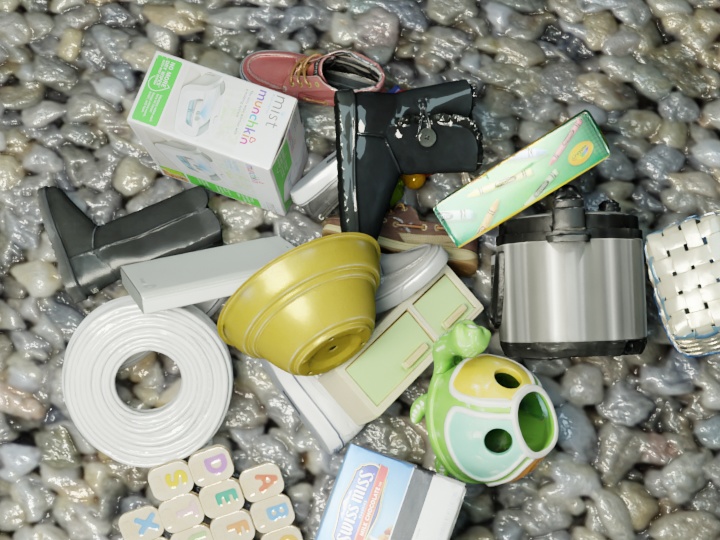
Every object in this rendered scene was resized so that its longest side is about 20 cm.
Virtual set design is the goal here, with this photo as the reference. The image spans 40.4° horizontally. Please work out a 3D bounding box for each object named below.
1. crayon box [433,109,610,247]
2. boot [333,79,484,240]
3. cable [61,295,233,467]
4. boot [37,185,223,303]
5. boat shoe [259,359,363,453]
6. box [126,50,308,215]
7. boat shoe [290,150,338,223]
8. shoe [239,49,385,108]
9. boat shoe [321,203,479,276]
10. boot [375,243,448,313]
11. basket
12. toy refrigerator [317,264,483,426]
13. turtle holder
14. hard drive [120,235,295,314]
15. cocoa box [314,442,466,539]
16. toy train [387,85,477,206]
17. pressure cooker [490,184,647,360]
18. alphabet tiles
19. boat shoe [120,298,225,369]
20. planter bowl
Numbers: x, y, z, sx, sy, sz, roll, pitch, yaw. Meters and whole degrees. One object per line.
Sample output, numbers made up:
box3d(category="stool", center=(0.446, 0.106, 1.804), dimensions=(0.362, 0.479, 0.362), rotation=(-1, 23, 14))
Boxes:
box3d(category="crayon box", center=(0.188, -0.108, 1.128), dimensions=(0.199, 0.119, 0.058), rotation=(-32, 92, 17))
box3d(category="boot", center=(0.057, -0.112, 1.107), dimensions=(0.167, 0.076, 0.202), rotation=(-3, 98, -6))
box3d(category="cable", center=(-0.248, 0.128, 1.138), dimensions=(0.199, 0.069, 0.201), rotation=(16, 95, -11))
box3d(category="boot", center=(-0.286, -0.065, 1.222), dimensions=(0.199, 0.066, 0.166), rotation=(-23, 70, -6))
box3d(category="boat shoe", center=(-0.070, 0.122, 1.178), dimensions=(0.065, 0.074, 0.201), rotation=(-34, 89, -16))
box3d(category="box", center=(-0.161, -0.160, 1.176), dimensions=(0.175, 0.200, 0.097), rotation=(20, 79, 4))
box3d(category="boat shoe", center=(0.007, -0.127, 1.187), dimensions=(0.199, 0.070, 0.066), rotation=(-36, 108, 13))
box3d(category="shoe", center=(-0.061, -0.252, 1.250), dimensions=(0.199, 0.091, 0.072), rotation=(15, 78, 4))
box3d(category="boat shoe", center=(0.053, -0.047, 1.218), dimensions=(0.198, 0.072, 0.073), rotation=(10, 71, -2))
box3d(category="boot", center=(0.000, 0.000, 1.160), dimensions=(0.199, 0.074, 0.096), rotation=(-30, 108, 21))
box3d(category="basket", center=(0.411, 0.020, 1.140), dimensions=(0.138, 0.200, 0.178), rotation=(-19, 77, 21))
box3d(category="toy refrigerator", center=(0.050, 0.084, 1.150), dimensions=(0.200, 0.070, 0.076), rotation=(-41, 91, -28))
box3d(category="turtle holder", center=(0.149, 0.150, 1.106), dimensions=(0.140, 0.131, 0.187), rotation=(3, 83, -38))
box3d(category="hard drive", center=(-0.169, 0.002, 1.142), dimensions=(0.199, 0.132, 0.026), rotation=(-12, 109, -21))
box3d(category="cocoa box", center=(0.028, 0.276, 1.077), dimensions=(0.130, 0.200, 0.134), rotation=(20, 79, 6))
box3d(category="toy train", center=(0.071, -0.122, 1.232), dimensions=(0.116, 0.085, 0.200), rotation=(-39, 84, 6))
box3d(category="pressure cooker", center=(0.244, 0.001, 1.141), dimensions=(0.177, 0.175, 0.202), rotation=(-1, 88, -31))
box3d(category="alphabet tiles", center=(-0.171, 0.307, 1.130), dimensions=(0.194, 0.015, 0.201), rotation=(-18, 99, -4))
box3d(category="boat shoe", center=(-0.238, 0.049, 1.198), dimensions=(0.200, 0.065, 0.074), rotation=(-43, 80, -9))
box3d(category="planter bowl", center=(-0.046, 0.054, 1.046), dimensions=(0.199, 0.201, 0.084), rotation=(-30, 65, -6))
